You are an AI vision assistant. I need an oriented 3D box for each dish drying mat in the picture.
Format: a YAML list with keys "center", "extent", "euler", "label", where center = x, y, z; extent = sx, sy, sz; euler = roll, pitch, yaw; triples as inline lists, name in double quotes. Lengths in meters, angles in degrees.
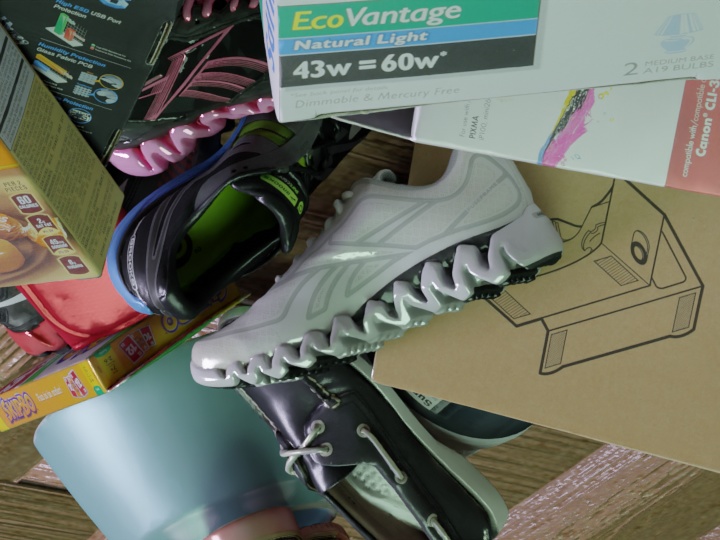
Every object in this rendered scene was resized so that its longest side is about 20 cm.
- center: [-0.176, -0.042, 1.473]
  extent: [0.077, 0.018, 0.200]
  euler: [-29, 119, 19]
  label: "dish drying mat"

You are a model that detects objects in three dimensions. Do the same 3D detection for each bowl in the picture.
- center: [-0.082, 0.113, 1.709]
  extent: [0.201, 0.105, 0.201]
  euler: [-20, 164, -6]
  label: "bowl"

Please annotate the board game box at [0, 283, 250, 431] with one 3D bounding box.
- center: [-0.136, 0.044, 1.596]
  extent: [0.096, 0.030, 0.200]
  euler: [-36, -171, -26]
  label: "board game box"

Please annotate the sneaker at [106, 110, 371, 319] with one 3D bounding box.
- center: [-0.040, -0.049, 1.455]
  extent: [0.200, 0.083, 0.071]
  euler: [-47, 124, -7]
  label: "sneaker"

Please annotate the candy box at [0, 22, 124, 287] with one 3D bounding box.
- center: [-0.206, -0.070, 1.326]
  extent: [0.115, 0.055, 0.200]
  euler: [-6, 142, 24]
  label: "candy box"

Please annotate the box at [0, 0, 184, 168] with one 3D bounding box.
- center: [-0.190, -0.126, 1.331]
  extent: [0.200, 0.050, 0.199]
  euler: [18, 144, -10]
  label: "box"

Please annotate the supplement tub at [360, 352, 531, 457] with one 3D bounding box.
- center: [0.075, 0.012, 1.591]
  extent: [0.140, 0.140, 0.200]
  euler: [12, 145, -31]
  label: "supplement tub"

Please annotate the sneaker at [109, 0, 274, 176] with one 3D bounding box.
- center: [-0.077, -0.118, 1.410]
  extent: [0.200, 0.079, 0.095]
  euler: [-29, 133, 30]
  label: "sneaker"

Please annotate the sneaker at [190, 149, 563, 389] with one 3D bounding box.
- center: [0.000, 0.000, 1.452]
  extent: [0.200, 0.081, 0.075]
  euler: [-25, 175, 13]
  label: "sneaker"

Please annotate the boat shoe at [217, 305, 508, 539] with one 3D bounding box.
- center: [-0.007, 0.099, 1.570]
  extent: [0.200, 0.060, 0.074]
  euler: [43, 144, -18]
  label: "boat shoe"

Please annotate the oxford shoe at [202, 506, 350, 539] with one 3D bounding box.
- center: [-0.040, 0.188, 1.677]
  extent: [0.071, 0.074, 0.200]
  euler: [-27, 164, 10]
  label: "oxford shoe"

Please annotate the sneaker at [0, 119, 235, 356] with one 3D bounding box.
- center: [-0.150, -0.032, 1.531]
  extent: [0.098, 0.071, 0.200]
  euler: [26, 130, -30]
  label: "sneaker"

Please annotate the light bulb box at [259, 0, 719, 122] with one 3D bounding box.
- center: [0.049, -0.182, 1.190]
  extent: [0.198, 0.200, 0.125]
  euler: [-5, 150, -4]
  label: "light bulb box"

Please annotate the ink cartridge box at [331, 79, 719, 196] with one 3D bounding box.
- center: [0.091, -0.096, 1.373]
  extent: [0.200, 0.116, 0.068]
  euler: [10, 108, 3]
  label: "ink cartridge box"

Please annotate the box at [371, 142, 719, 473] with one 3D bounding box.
- center: [0.114, 0.002, 1.460]
  extent: [0.200, 0.164, 0.021]
  euler: [14, -165, 15]
  label: "box"
